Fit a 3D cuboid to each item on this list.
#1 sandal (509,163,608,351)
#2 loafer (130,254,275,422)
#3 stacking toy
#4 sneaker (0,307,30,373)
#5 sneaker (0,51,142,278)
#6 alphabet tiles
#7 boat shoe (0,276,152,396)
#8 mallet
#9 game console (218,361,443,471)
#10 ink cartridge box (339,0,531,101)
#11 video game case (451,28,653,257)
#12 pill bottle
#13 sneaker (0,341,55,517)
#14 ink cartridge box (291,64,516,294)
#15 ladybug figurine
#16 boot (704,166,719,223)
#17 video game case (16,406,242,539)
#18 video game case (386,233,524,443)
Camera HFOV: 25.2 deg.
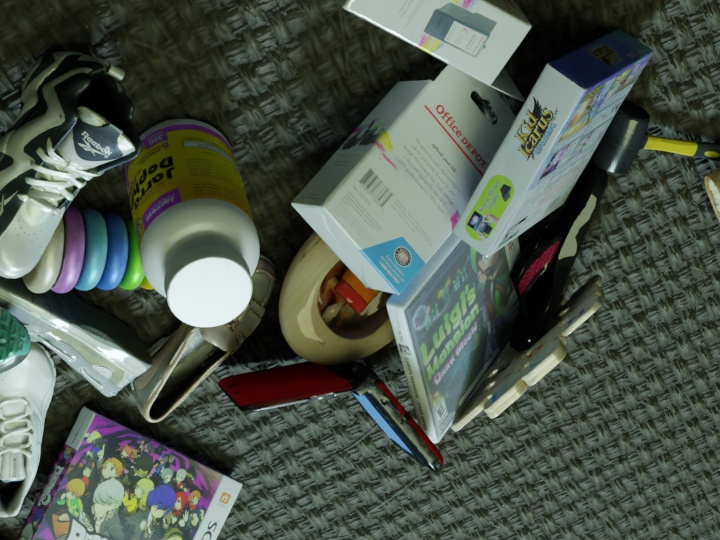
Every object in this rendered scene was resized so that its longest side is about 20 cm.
[{"bbox_3d":[0.184,-0.017,1.593,0.045,0.075,0.201,19,104,-14],"label":"sandal"},{"bbox_3d":[-0.149,0.071,1.576,0.072,0.063,0.200,32,112,-33],"label":"loafer"},{"bbox_3d":[-0.210,-0.015,1.494,0.198,0.086,0.086,6,124,-28],"label":"stacking toy"},{"bbox_3d":[-0.370,0.083,1.495,0.199,0.078,0.091,-10,149,33],"label":"sneaker"},{"bbox_3d":[-0.245,-0.089,1.331,0.079,0.129,0.201,33,72,-35],"label":"sneaker"},{"bbox_3d":[0.168,0.083,1.602,0.195,0.200,0.015,-42,95,16],"label":"alphabet tiles"},{"bbox_3d":[-0.286,0.057,1.522,0.065,0.075,0.202,-44,132,12],"label":"boat shoe"},{"bbox_3d":[0.319,-0.113,1.592,0.199,0.041,0.066,12,120,-28],"label":"mallet"},{"bbox_3d":[-0.031,0.146,1.562,0.119,0.200,0.173,-41,101,-6],"label":"game console"},{"bbox_3d":[0.068,-0.232,1.377,0.199,0.117,0.068,24,114,-29],"label":"ink cartridge box"},{"bbox_3d":[0.177,-0.119,1.460,0.045,0.200,0.182,36,119,13],"label":"video game case"},{"bbox_3d":[-0.146,-0.041,1.406,0.103,0.201,0.105,-8,128,-10],"label":"pill bottle"},{"bbox_3d":[-0.334,0.154,1.570,0.074,0.087,0.201,0,125,-13],"label":"sneaker"},{"bbox_3d":[0.048,-0.092,1.464,0.200,0.068,0.115,-49,114,-15],"label":"ink cartridge box"},{"bbox_3d":[0.000,0.000,1.538,0.200,0.072,0.136,-43,115,-7],"label":"ladybug figurine"},{"bbox_3d":[0.460,-0.078,1.626,0.199,0.066,0.176,-31,116,-3],"label":"boot"},{"bbox_3d":[-0.241,0.262,1.656,0.199,0.036,0.182,31,81,-32],"label":"video game case"},{"bbox_3d":[0.102,0.037,1.567,0.200,0.023,0.183,-49,139,-34],"label":"video game case"}]
